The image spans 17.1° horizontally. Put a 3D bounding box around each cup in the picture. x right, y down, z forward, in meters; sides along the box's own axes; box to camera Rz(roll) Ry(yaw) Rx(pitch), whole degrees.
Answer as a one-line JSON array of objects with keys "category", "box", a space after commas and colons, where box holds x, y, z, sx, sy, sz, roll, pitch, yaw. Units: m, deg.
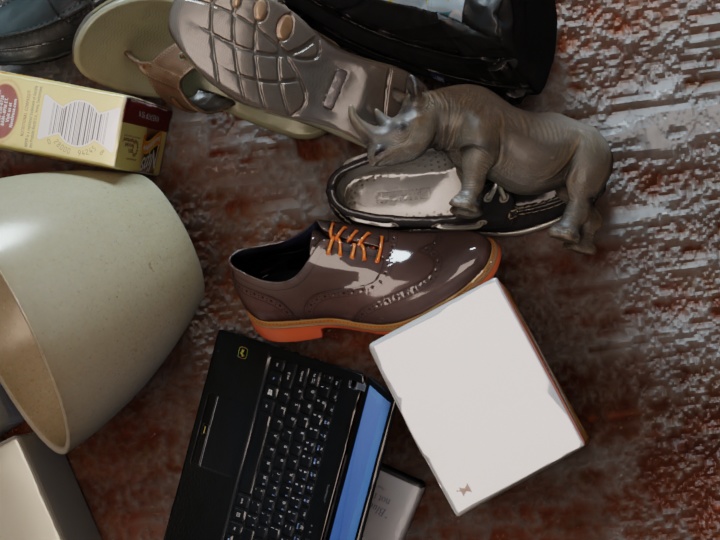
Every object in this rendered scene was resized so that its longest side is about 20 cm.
[{"category": "cup", "box": [-0.196, 0.008, 1.696, 0.143, 0.200, 0.201, -29, 83, -18]}]

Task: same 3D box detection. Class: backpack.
[{"category": "backpack", "box": [0.030, -0.205, 1.667, 0.198, 0.163, 0.155, 5, 82, 18]}]

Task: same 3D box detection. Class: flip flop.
[{"category": "flip flop", "box": [-0.107, -0.140, 1.708, 0.199, 0.058, 0.082, 20, 111, -8]}]

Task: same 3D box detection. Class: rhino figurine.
[{"category": "rhino figurine", "box": [0.083, -0.080, 1.630, 0.199, 0.060, 0.088, 17, 83, -13]}]

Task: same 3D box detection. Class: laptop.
[{"category": "laptop", "box": [-0.060, 0.148, 1.658, 0.199, 0.103, 0.179, 17, 92, 27]}]

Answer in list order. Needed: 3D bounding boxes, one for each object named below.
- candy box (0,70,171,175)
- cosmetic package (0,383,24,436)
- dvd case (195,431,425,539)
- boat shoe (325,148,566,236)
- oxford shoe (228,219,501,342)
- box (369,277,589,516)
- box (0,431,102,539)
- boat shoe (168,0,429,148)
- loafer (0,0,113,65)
[{"category": "candy box", "box": [-0.249, -0.113, 1.730, 0.198, 0.115, 0.056, 12, 91, 11]}, {"category": "cosmetic package", "box": [-0.357, 0.144, 1.731, 0.199, 0.151, 0.052, -32, 83, 10]}, {"category": "dvd case", "box": [-0.054, 0.218, 1.737, 0.142, 0.018, 0.201, 23, 94, 10]}, {"category": "boat shoe", "box": [0.073, -0.063, 1.693, 0.198, 0.060, 0.075, -2, 84, 10]}, {"category": "oxford shoe", "box": [0.000, 0.000, 1.676, 0.199, 0.073, 0.072, -13, 44, 21]}, {"category": "box", "box": [0.084, 0.085, 1.616, 0.097, 0.200, 0.125, -28, 85, 4]}, {"category": "box", "box": [-0.224, 0.221, 1.739, 0.068, 0.082, 0.201, -26, 83, 11]}, {"category": "boat shoe", "box": [-0.045, -0.135, 1.667, 0.199, 0.073, 0.075, 28, 86, -9]}, {"category": "loafer", "box": [-0.196, -0.207, 1.738, 0.199, 0.071, 0.068, -19, 44, 8]}]
